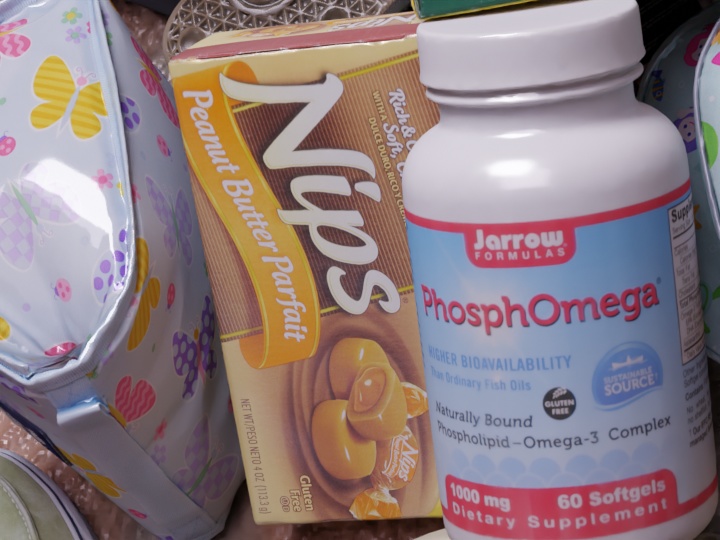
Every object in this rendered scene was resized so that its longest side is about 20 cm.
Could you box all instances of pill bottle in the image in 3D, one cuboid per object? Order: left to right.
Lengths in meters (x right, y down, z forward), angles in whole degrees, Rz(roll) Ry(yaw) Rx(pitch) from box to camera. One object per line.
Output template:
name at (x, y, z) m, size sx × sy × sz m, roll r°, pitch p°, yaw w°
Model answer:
pill bottle at (0.073, 0.003, 1.058) m, size 0.108 × 0.109 × 0.201 m, roll -2°, pitch 105°, yaw 22°

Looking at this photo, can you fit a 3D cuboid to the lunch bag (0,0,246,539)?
lunch bag at (-0.119, 0.003, 1.197) m, size 0.127 × 0.170 × 0.201 m, roll -22°, pitch 59°, yaw 10°

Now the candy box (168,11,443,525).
candy box at (0.000, 0.000, 1.148) m, size 0.115 × 0.055 × 0.201 m, roll -4°, pitch 105°, yaw 20°

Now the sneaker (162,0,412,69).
sneaker at (0.007, -0.132, 1.272) m, size 0.199 × 0.076 × 0.071 m, roll -31°, pitch 73°, yaw 4°

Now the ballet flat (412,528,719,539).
ballet flat at (0.109, 0.126, 1.109) m, size 0.199 × 0.070 × 0.070 m, roll 13°, pitch 70°, yaw 26°

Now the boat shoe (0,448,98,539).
boat shoe at (-0.139, 0.153, 1.194) m, size 0.072 × 0.062 × 0.201 m, roll -31°, pitch 57°, yaw 6°

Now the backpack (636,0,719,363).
backpack at (0.203, -0.041, 1.094) m, size 0.199 × 0.150 × 0.179 m, roll -16°, pitch 73°, yaw 31°

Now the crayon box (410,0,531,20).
crayon box at (0.093, -0.162, 1.126) m, size 0.172 × 0.059 × 0.200 m, roll -11°, pitch 19°, yaw -1°

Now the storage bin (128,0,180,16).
storage bin at (-0.100, -0.200, 1.290) m, size 0.134 × 0.200 × 0.146 m, roll 25°, pitch 76°, yaw 20°

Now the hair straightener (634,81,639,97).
hair straightener at (0.092, -0.007, 1.190) m, size 0.077 × 0.041 × 0.201 m, roll -11°, pitch 61°, yaw 17°

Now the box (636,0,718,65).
box at (0.068, -0.097, 1.221) m, size 0.200 × 0.035 × 0.110 m, roll -35°, pitch 27°, yaw 3°
